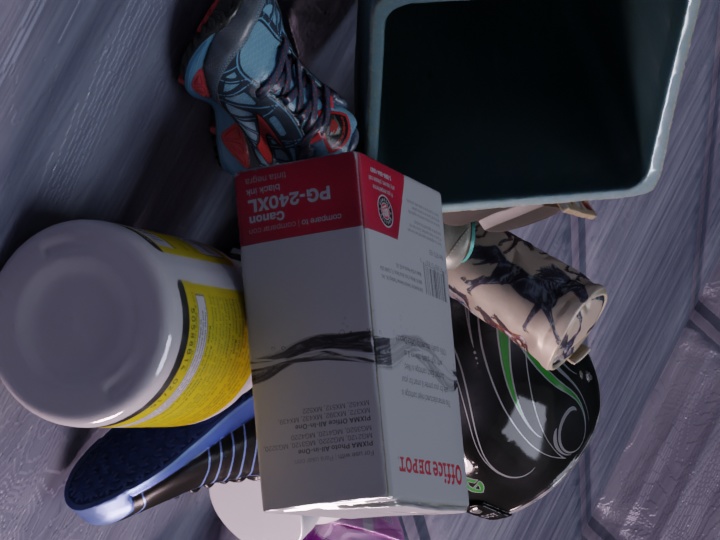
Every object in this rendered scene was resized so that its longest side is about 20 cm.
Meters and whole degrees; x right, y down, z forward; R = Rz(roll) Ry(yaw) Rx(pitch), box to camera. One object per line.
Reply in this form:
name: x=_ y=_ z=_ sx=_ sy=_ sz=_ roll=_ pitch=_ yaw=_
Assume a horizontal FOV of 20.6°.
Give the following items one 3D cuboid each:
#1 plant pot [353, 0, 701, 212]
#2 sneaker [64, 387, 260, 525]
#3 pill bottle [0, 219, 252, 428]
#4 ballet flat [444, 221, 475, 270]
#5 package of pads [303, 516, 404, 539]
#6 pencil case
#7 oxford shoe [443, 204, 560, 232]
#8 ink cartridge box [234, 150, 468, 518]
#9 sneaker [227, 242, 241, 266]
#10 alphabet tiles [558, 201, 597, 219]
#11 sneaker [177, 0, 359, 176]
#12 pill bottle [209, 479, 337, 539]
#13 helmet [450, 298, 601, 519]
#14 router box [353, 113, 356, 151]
plant pot: x=0.085 y=-0.177 z=1.259 sx=0.196 sy=0.195 sz=0.200 roll=93 pitch=-11 yaw=-51
sneaker: x=-0.088 y=0.112 z=1.262 sx=0.200 sy=0.070 sz=0.078 roll=-32 pitch=126 yaw=0
pill bottle: x=-0.119 y=0.034 z=1.128 sx=0.111 sy=0.111 sz=0.200 roll=-65 pitch=162 yaw=4
ballet flat: x=0.056 y=-0.095 z=1.509 sx=0.067 sy=0.064 sz=0.200 roll=128 pitch=-31 yaw=-57
package of pads: x=-0.022 y=0.222 z=1.613 sx=0.200 sy=0.076 sz=0.121 roll=-109 pitch=-143 yaw=-71
pencil case: x=0.096 y=0.002 z=1.557 sx=0.078 sy=0.200 sz=0.089 roll=-54 pitch=166 yaw=-17
oxford shoe: x=0.088 y=-0.073 z=1.421 sx=0.200 sy=0.071 sz=0.071 roll=13 pitch=60 yaw=-73
ink cartridge box: x=-0.003 y=0.045 z=1.163 sx=0.145 sy=0.083 sz=0.200 roll=22 pitch=62 yaw=-67
sneaker: x=-0.068 y=0.054 z=1.364 sx=0.115 sy=0.076 sz=0.201 roll=-51 pitch=156 yaw=-29
alphabet tiles: x=0.107 y=-0.122 z=1.452 sx=0.008 sy=0.200 sz=0.167 roll=-36 pitch=168 yaw=14
sneaker: x=-0.041 y=-0.105 z=1.182 sx=0.079 sy=0.095 sz=0.200 roll=-60 pitch=162 yaw=-15
pill bottle: x=-0.028 y=0.122 z=1.515 sx=0.200 sy=0.111 sz=0.112 roll=-47 pitch=156 yaw=-44
helmet: x=0.091 y=0.092 z=1.683 sx=0.191 sy=0.200 sz=0.200 roll=50 pitch=58 yaw=-22
router box: x=0.000 y=0.000 z=1.375 sx=0.200 sy=0.062 sz=0.150 roll=-89 pitch=-164 yaw=-63
